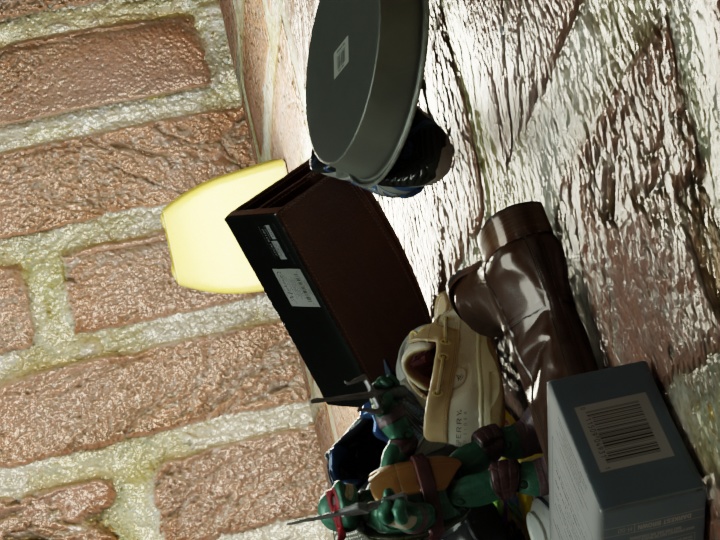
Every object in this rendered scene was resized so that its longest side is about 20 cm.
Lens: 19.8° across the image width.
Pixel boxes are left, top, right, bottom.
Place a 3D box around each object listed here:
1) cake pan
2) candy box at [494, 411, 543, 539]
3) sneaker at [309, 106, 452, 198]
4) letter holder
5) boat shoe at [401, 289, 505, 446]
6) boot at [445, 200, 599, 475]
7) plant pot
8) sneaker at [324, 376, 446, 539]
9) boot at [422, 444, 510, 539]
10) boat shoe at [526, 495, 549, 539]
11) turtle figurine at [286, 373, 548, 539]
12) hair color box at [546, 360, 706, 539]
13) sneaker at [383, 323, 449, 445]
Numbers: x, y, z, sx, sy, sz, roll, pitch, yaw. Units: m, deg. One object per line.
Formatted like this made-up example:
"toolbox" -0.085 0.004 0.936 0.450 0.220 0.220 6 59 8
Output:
"cake pan" 0.001 -0.166 1.612 0.200 0.037 0.201 -174 90 -70
"candy box" 0.116 0.163 1.572 0.200 0.026 0.103 -131 32 -76
"sneaker" 0.032 -0.098 1.686 0.200 0.077 0.076 18 88 65
"letter holder" 0.000 0.000 1.827 0.100 0.142 0.201 -2 120 59
"boat shoe" 0.066 0.068 1.569 0.200 0.069 0.074 -99 8 -65
"boot" 0.117 0.080 1.298 0.187 0.064 0.201 89 163 -70
"plant pot" -0.201 -0.057 3.182 0.195 0.199 0.195 -153 52 -83
"sneaker" 0.003 0.163 1.676 0.077 0.085 0.201 48 137 30
"boot" 0.106 0.244 1.496 0.200 0.065 0.165 57 178 33
"boat shoe" 0.132 0.224 1.356 0.200 0.066 0.074 -109 10 -50
"turtle figurine" 0.041 0.137 1.403 0.150 0.199 0.101 -110 11 -50
"hair color box" 0.146 0.159 1.150 0.099 0.060 0.201 -108 10 -47
"sneaker" 0.069 0.143 1.699 0.147 0.080 0.201 81 180 -58
